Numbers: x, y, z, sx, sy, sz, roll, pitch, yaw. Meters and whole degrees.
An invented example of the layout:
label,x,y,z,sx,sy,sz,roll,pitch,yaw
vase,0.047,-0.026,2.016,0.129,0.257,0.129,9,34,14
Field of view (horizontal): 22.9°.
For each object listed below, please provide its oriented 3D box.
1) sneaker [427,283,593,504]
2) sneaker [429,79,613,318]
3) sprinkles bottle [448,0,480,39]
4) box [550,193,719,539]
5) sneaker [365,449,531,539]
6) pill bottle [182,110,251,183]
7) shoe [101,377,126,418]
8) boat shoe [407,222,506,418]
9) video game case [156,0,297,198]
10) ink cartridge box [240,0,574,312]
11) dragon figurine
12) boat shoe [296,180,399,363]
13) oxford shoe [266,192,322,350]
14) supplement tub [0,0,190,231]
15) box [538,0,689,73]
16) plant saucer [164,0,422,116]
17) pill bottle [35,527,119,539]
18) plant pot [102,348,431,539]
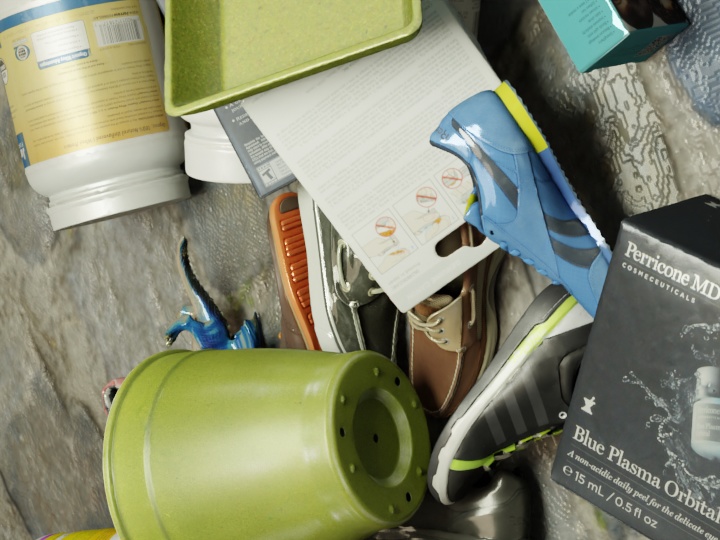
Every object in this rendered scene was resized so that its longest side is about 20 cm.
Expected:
label,x,y,z,sx,sy,sz,roll,pitch,yaw
sneaker,0.123,0.102,1.291,0.083,0.072,0.201,37,108,15
sneaker,0.120,-0.031,1.230,0.078,0.066,0.201,-33,102,0
sprinkles bottle,0.057,-0.213,1.291,0.068,0.068,0.202,18,112,37
box,0.251,0.084,1.162,0.196,0.117,0.202,28,117,33
sneaker,0.054,0.178,1.399,0.198,0.076,0.092,6,95,33
pill bottle,-0.094,-0.177,1.404,0.113,0.113,0.202,11,108,39
shoe,-0.143,0.166,1.545,0.201,0.091,0.072,52,129,19
boat shoe,0.061,0.020,1.342,0.075,0.071,0.202,22,114,35
video game case,-0.060,-0.175,1.339,0.142,0.019,0.201,-27,103,1
ink cartridge box,0.034,-0.095,1.273,0.160,0.047,0.201,-35,105,11
dragon figurine,-0.113,0.067,1.504,0.098,0.059,0.202,2,100,5
boat shoe,0.000,0.000,1.393,0.063,0.070,0.202,-13,90,43
oxford shoe,-0.047,0.038,1.445,0.073,0.071,0.202,-14,92,46
supplement tub,-0.226,-0.145,1.507,0.144,0.144,0.202,-12,92,42
box,0.139,-0.235,1.205,0.049,0.082,0.201,-37,76,39
plant saucer,-0.041,-0.209,1.232,0.198,0.048,0.202,-16,61,24
pill bottle,-0.228,0.291,1.643,0.199,0.104,0.105,-13,92,42
plant pot,-0.057,0.142,1.340,0.192,0.200,0.202,-15,91,35
